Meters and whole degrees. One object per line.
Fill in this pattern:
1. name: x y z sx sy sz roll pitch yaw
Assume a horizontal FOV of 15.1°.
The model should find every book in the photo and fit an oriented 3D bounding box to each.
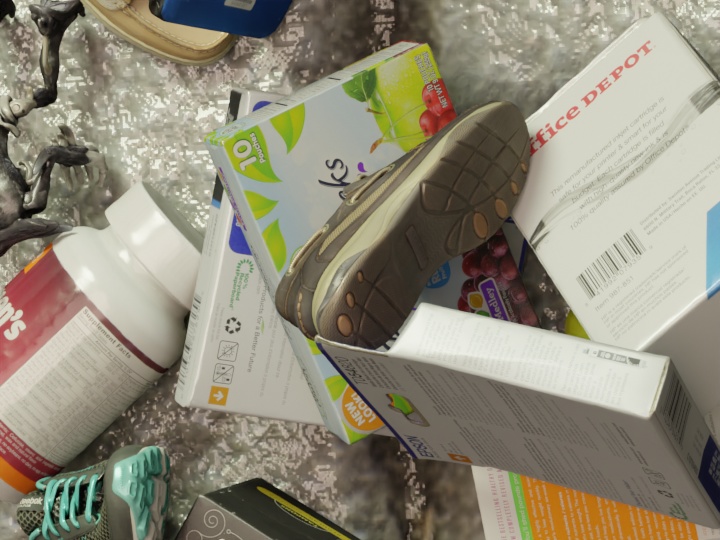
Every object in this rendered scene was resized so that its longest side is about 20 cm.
1. book: 0.164 0.115 1.619 0.199 0.048 0.134 -9 100 28

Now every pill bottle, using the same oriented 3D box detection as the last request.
1. pill bottle: -0.180 0.043 1.716 0.200 0.110 0.110 -43 80 4

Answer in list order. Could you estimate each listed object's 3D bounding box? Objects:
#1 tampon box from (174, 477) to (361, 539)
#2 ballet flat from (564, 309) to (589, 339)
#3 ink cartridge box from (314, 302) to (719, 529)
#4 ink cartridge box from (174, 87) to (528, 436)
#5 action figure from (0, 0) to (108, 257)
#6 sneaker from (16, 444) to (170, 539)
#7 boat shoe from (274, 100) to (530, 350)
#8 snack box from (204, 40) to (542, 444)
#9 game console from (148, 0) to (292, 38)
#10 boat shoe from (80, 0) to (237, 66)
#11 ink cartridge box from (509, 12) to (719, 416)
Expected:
1. tampon box: -0.066 0.253 1.684 0.149 0.126 0.201 31 99 13
2. ballet flat: 0.221 0.039 1.630 0.199 0.067 0.067 12 81 17
3. ink cartridge box: 0.096 0.077 1.523 0.199 0.200 0.041 12 72 22
4. ink cartridge box: 0.000 0.000 1.681 0.199 0.047 0.199 9 95 -21
5. action figure: -0.221 -0.076 1.734 0.118 0.102 0.201 4 76 18
6. sneaker: -0.166 0.153 1.669 0.091 0.200 0.078 8 69 -6
7. boat shoe: 0.021 -0.035 1.560 0.073 0.200 0.075 14 135 39
8. snack box: 0.010 -0.018 1.631 0.142 0.053 0.201 -26 104 -12
9. game console: -0.092 -0.245 1.642 0.118 0.200 0.171 31 100 15
10. boat shoe: -0.156 -0.205 1.704 0.200 0.069 0.074 39 79 -7
11. ink cartridge box: 0.179 -0.031 1.575 0.145 0.084 0.200 -41 43 11
